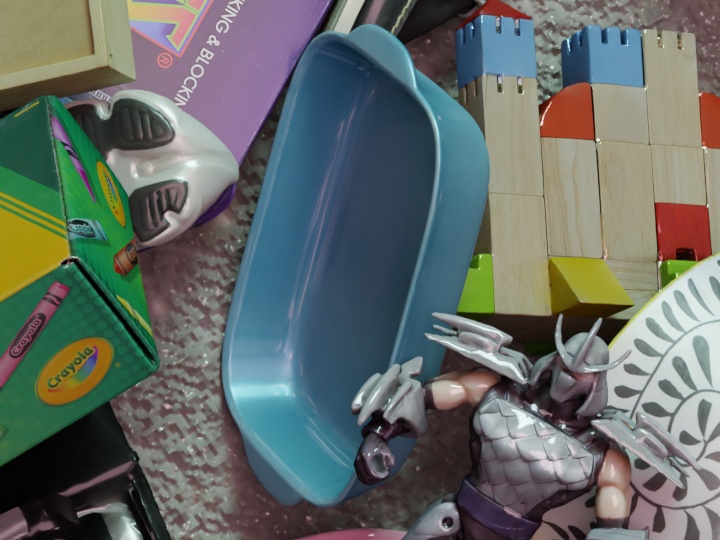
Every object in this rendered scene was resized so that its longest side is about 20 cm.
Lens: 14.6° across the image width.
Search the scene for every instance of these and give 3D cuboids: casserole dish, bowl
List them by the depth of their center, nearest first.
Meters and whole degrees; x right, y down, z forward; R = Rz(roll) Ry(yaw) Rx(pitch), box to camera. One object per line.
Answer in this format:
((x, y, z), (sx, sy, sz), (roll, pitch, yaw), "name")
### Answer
((0.000, 0.000, 1.121), (0.039, 0.121, 0.200), (2, 114, -32), "casserole dish")
((0.171, 0.095, 1.124), (0.201, 0.094, 0.201), (-21, 125, -33), "bowl")

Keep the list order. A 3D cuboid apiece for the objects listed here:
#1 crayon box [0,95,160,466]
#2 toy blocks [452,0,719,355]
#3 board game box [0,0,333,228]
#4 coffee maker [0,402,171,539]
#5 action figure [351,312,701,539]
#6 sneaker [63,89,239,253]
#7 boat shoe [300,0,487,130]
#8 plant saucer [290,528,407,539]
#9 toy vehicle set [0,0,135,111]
((-0.173, 0.034, 0.995), (0.200, 0.119, 0.058), (-31, 122, 8), "crayon box")
((0.110, -0.040, 1.183), (0.200, 0.100, 0.137), (4, 76, -23), "toy blocks")
((-0.089, -0.143, 1.159), (0.165, 0.057, 0.200), (29, 80, -8), "board game box")
((-0.175, 0.123, 1.085), (0.200, 0.192, 0.135), (-22, 124, -8), "coffee maker")
((0.045, 0.103, 1.062), (0.130, 0.069, 0.200), (34, 108, 16), "action figure")
((-0.141, -0.015, 1.102), (0.200, 0.083, 0.081), (-9, 82, 15), "sneaker")
((0.040, -0.138, 1.179), (0.068, 0.072, 0.200), (34, 77, -4), "boat shoe")
((-0.002, 0.206, 1.154), (0.200, 0.051, 0.201), (1, 85, -13), "plant saucer")
((-0.189, -0.115, 1.090), (0.200, 0.027, 0.124), (-10, 78, 17), "toy vehicle set")
